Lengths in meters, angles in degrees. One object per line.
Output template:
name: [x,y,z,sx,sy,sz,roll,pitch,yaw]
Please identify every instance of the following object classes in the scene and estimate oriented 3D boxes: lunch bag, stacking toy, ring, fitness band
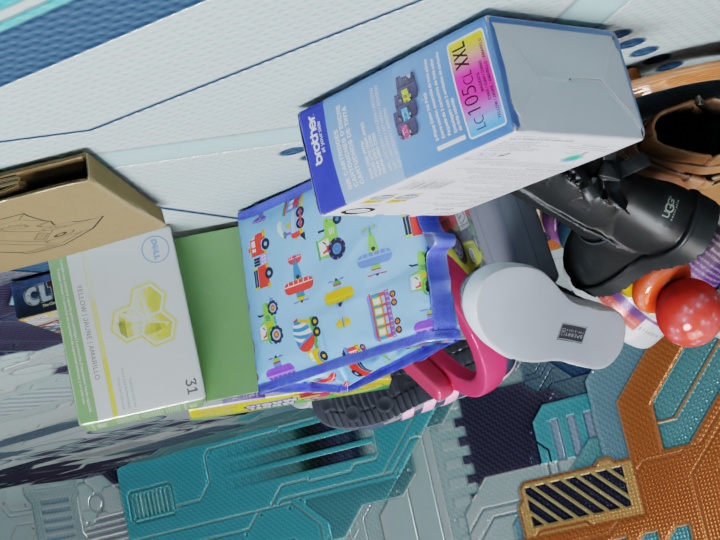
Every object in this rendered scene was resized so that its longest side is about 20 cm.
lunch bag: [0.000,0.000,1.171,0.094,0.152,0.200,2,163,-37]
stacking toy: [0.222,-0.015,1.241,0.085,0.200,0.086,-23,139,-22]
ring: [0.226,-0.128,1.142,0.199,0.019,0.200,-12,171,-2]
fitness band: [0.051,0.030,1.321,0.037,0.200,0.144,-29,143,-26]

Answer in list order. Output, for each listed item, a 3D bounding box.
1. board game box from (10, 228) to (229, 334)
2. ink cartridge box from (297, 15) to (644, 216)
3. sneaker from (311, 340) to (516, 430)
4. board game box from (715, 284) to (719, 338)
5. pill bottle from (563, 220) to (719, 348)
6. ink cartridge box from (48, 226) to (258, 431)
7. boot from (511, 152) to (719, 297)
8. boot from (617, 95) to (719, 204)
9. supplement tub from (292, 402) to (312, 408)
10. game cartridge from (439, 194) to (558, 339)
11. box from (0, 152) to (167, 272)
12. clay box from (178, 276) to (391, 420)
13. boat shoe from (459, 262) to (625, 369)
board game box: [-0.194,0.012,1.359,0.199,0.035,0.136,-13,171,3]
ink cartridge box: [0.057,-0.087,0.973,0.136,0.077,0.199,-2,165,-46]
sneaker: [0.054,0.108,1.433,0.199,0.071,0.082,-17,162,19]
board game box: [0.360,-0.030,1.352,0.035,0.200,0.126,35,180,-19]
pill bottle: [0.281,-0.036,1.324,0.200,0.112,0.111,-46,157,22]
ink cartridge box: [-0.140,0.037,1.232,0.199,0.146,0.048,-12,169,-6]
boot: [0.151,-0.053,1.115,0.162,0.074,0.198,27,164,-13]
boot: [0.286,-0.098,1.165,0.199,0.077,0.155,-4,167,-7]
supplement tub: [0.013,0.077,1.698,0.199,0.141,0.140,-8,170,-27]
game cartridge: [0.097,-0.012,1.298,0.041,0.134,0.200,-19,174,-23]
box: [-0.236,-0.034,1.061,0.162,0.021,0.200,-13,170,4]
clay box: [-0.081,0.056,1.287,0.199,0.116,0.048,-9,164,-4]
boat shoe: [0.130,0.035,1.170,0.056,0.069,0.200,24,-178,42]
